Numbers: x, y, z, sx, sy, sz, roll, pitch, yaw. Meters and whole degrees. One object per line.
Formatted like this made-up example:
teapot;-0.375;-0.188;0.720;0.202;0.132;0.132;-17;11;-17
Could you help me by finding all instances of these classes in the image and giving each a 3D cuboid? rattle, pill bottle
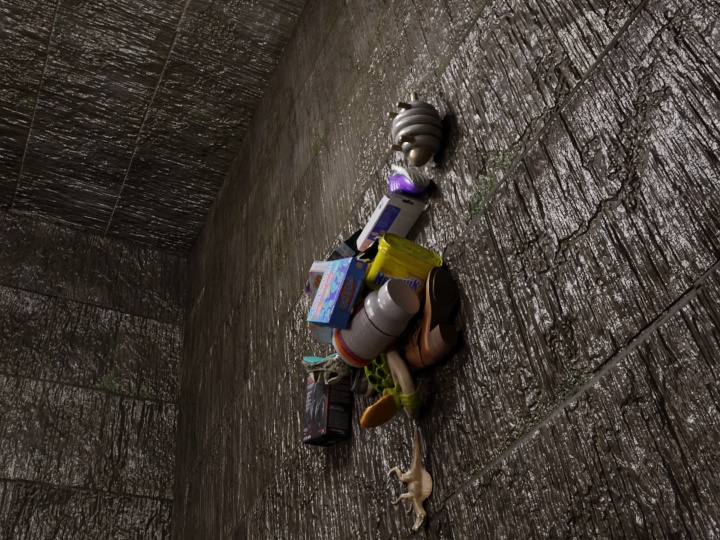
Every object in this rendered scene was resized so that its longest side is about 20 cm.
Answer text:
rattle;0.047;0.240;1.613;0.142;0.130;0.201;-30;53;5
pill bottle;0.034;0.114;1.607;0.200;0.108;0.111;-47;35;33

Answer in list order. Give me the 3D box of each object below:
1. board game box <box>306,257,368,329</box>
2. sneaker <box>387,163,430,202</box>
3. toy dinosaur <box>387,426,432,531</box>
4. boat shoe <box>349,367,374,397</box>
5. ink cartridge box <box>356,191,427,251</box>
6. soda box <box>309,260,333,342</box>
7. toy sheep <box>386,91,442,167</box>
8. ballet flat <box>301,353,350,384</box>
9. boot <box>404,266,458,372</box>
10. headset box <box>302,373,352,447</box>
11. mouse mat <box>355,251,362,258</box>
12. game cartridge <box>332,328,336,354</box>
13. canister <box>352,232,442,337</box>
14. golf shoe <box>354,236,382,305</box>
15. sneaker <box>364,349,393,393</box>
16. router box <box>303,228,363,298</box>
board game box;-0.055;0.053;1.676;0.154;0.044;0.200;-70;15;-9
sneaker;0.114;-0.200;1.844;0.200;0.069;0.101;-126;53;-70
toy dinosaur;0.109;0.428;1.519;0.100;0.058;0.203;-20;65;44
boat shoe;-0.003;0.223;1.852;0.074;0.064;0.202;-59;27;35
ink cartridge box;0.077;-0.119;1.835;0.201;0.098;0.040;-56;29;36
soda box;-0.090;0.081;1.876;0.069;0.062;0.203;-70;-18;-64
toy sheep;0.135;-0.345;1.796;0.138;0.136;0.203;-28;59;58
ballet flat;-0.089;0.250;1.863;0.199;0.067;0.077;-15;78;54
boot;0.148;0.108;1.595;0.155;0.076;0.203;131;139;-51
headset box;-0.085;0.348;1.948;0.149;0.076;0.203;-35;47;55
mouse mat;-0.020;-0.012;1.985;0.161;0.008;0.200;-46;-5;-45
game cartridge;-0.044;0.156;1.894;0.201;0.038;0.131;78;-160;-63
canister;0.080;0.037;1.681;0.087;0.147;0.202;-70;3;-66
golf shoe;0.000;0.000;1.739;0.078;0.097;0.201;39;90;33
sneaker;0.027;0.189;1.745;0.202;0.073;0.084;65;-176;5
router box;-0.057;-0.016;1.978;0.158;0.052;0.200;-51;-3;28
